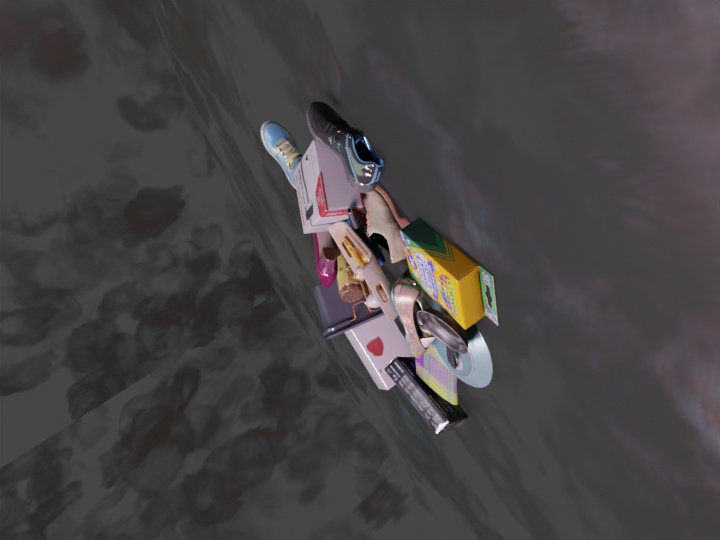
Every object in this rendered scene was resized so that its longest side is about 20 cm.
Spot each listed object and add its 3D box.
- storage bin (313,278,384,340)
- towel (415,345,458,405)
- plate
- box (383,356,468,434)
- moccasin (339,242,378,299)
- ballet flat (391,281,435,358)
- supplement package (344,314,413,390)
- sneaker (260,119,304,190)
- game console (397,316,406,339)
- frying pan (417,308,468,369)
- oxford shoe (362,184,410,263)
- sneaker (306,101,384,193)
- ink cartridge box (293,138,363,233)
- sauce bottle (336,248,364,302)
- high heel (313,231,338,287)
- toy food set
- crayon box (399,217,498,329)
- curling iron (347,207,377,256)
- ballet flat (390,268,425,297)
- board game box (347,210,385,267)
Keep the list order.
[{"bbox_3d":[-0.024,0.075,1.522,0.136,0.197,0.146,65,168,7],"label":"storage bin"},{"bbox_3d":[0.170,0.193,1.319,0.143,0.023,0.203,36,143,43],"label":"towel"},{"bbox_3d":[0.185,0.148,1.187,0.200,0.025,0.202,45,150,35],"label":"plate"},{"bbox_3d":[0.161,0.298,1.448,0.200,0.046,0.158,49,-166,25],"label":"box"},{"bbox_3d":[-0.001,-0.001,1.359,0.074,0.077,0.203,44,167,51],"label":"moccasin"},{"bbox_3d":[0.116,0.105,1.167,0.066,0.069,0.201,1,136,27],"label":"ballet flat"},{"bbox_3d":[0.057,0.211,1.648,0.202,0.120,0.120,57,167,2],"label":"supplement package"},{"bbox_3d":[-0.169,-0.286,1.485,0.201,0.079,0.130,54,171,-23],"label":"sneaker"},{"bbox_3d":[0.152,0.186,1.448,0.201,0.031,0.178,54,165,23],"label":"game console"},{"bbox_3d":[0.173,0.133,1.105,0.191,0.031,0.114,51,163,-31],"label":"frying pan"},{"bbox_3d":[0.034,-0.101,1.156,0.201,0.073,0.071,52,168,29],"label":"oxford shoe"},{"bbox_3d":[-0.023,-0.245,1.103,0.201,0.073,0.082,51,149,7],"label":"sneaker"},{"bbox_3d":[-0.071,-0.171,1.233,0.200,0.082,0.147,151,110,-71],"label":"ink cartridge box"},{"bbox_3d":[-0.034,-0.019,1.478,0.066,0.065,0.203,80,179,-57],"label":"sauce bottle"},{"bbox_3d":[-0.085,-0.061,1.384,0.097,0.066,0.202,104,168,-46],"label":"high heel"},{"bbox_3d":[0.002,0.000,1.196,0.144,0.060,0.200,59,175,-36],"label":"toy food set"},{"bbox_3d":[0.151,0.011,1.033,0.200,0.051,0.127,45,161,43],"label":"crayon box"},{"bbox_3d":[0.002,-0.077,1.210,0.050,0.025,0.201,55,175,27],"label":"curling iron"},{"bbox_3d":[0.097,0.040,1.297,0.068,0.046,0.200,57,166,1],"label":"ballet flat"},{"bbox_3d":[0.015,-0.086,1.344,0.159,0.039,0.200,53,171,4],"label":"board game box"}]
